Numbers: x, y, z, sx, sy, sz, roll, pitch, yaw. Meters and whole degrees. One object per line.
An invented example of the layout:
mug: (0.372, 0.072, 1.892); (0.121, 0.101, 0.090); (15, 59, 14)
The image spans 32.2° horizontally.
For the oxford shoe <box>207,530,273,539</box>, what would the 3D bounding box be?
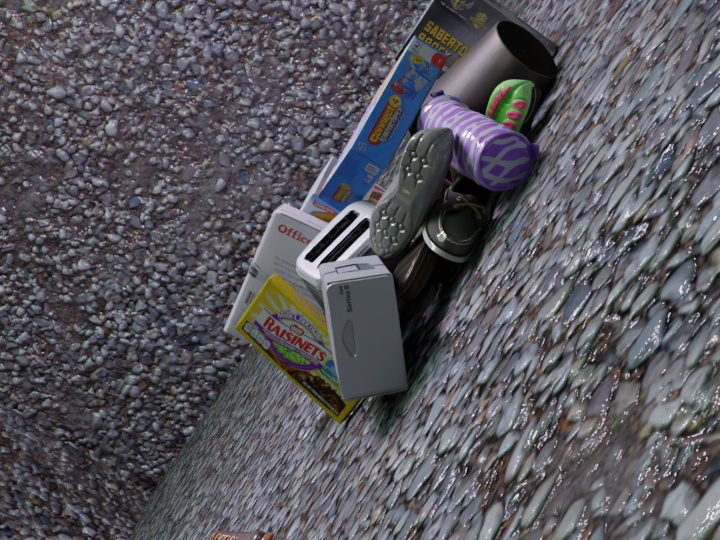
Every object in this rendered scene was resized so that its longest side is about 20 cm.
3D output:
oxford shoe: (-0.175, 0.386, 1.689); (0.071, 0.073, 0.200); (-61, 8, -34)

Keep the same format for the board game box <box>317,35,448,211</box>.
board game box: (0.028, -0.197, 1.734); (0.196, 0.056, 0.200); (-62, 6, -21)

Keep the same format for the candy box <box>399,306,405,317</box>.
candy box: (-0.002, 0.095, 1.854); (0.116, 0.055, 0.200); (-62, 8, -28)

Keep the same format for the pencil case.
pencil case: (0.145, -0.165, 1.598); (0.200, 0.085, 0.084); (-132, 34, -58)

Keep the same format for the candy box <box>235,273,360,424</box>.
candy box: (-0.072, 0.107, 1.696); (0.102, 0.200, 0.026); (-53, -10, 27)

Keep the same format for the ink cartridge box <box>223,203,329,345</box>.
ink cartridge box: (-0.093, 0.023, 1.839); (0.086, 0.146, 0.201); (-59, -6, -78)

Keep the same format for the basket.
basket: (0.180, -0.254, 1.819); (0.200, 0.136, 0.181); (-48, 34, 33)

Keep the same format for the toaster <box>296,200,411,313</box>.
toaster: (0.000, 0.000, 1.716); (0.200, 0.129, 0.114); (-44, 37, -9)

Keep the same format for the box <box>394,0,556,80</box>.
box: (0.177, -0.336, 1.919); (0.159, 0.200, 0.048); (-53, 4, 26)

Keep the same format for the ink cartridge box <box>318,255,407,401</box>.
ink cartridge box: (0.002, 0.067, 1.545); (0.200, 0.084, 0.147); (-119, 20, -82)

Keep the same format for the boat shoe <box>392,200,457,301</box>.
boat shoe: (0.096, -0.018, 1.617); (0.072, 0.068, 0.200); (-43, 12, 38)

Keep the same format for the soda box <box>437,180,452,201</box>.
soda box: (0.116, -0.115, 1.911); (0.064, 0.068, 0.200); (-56, 7, 13)

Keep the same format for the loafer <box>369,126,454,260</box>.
loafer: (0.069, -0.096, 1.589); (0.070, 0.070, 0.200); (-30, -25, -47)

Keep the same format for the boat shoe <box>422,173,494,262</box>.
boat shoe: (0.130, -0.074, 1.597); (0.060, 0.072, 0.202); (-59, 1, 27)

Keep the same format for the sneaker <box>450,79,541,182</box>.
sneaker: (0.191, -0.177, 1.710); (0.084, 0.077, 0.200); (-22, -26, -45)

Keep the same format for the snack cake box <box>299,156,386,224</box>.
snack cake box: (0.011, -0.073, 1.909); (0.067, 0.199, 0.115); (-53, 8, 35)
